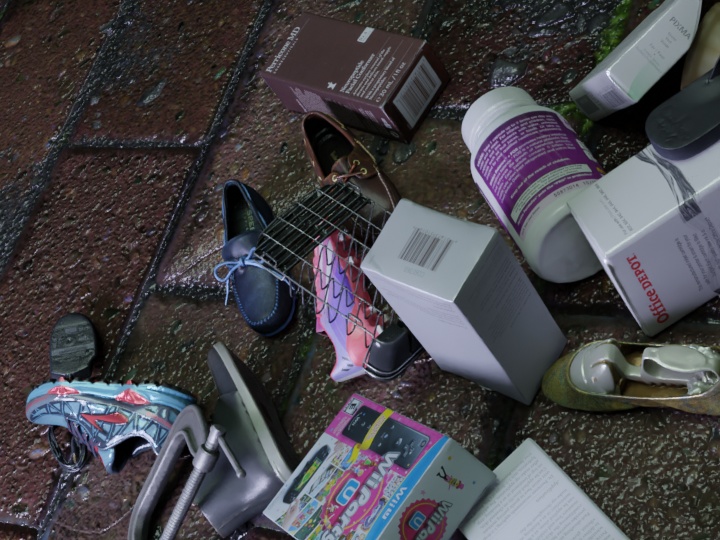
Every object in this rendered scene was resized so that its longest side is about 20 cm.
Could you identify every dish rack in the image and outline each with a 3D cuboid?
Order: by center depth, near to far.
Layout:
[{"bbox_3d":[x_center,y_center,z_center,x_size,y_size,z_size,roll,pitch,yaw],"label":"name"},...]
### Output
[{"bbox_3d":[0.000,0.000,1.379,0.200,0.055,0.153,34,55,22],"label":"dish rack"}]

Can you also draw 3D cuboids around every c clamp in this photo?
[{"bbox_3d":[-0.181,0.219,1.356,0.200,0.027,0.171,-61,30,20],"label":"c clamp"}]

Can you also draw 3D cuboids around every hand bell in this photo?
[{"bbox_3d":[0.416,-0.177,1.318,0.200,0.104,0.104,24,72,28],"label":"hand bell"}]

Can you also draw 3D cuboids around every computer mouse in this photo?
[{"bbox_3d":[-0.321,0.137,1.568,0.058,0.034,0.201,-8,58,6],"label":"computer mouse"}]

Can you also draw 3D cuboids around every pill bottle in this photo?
[{"bbox_3d":[0.175,-0.091,1.369,0.112,0.112,0.200,-33,48,6],"label":"pill bottle"}]

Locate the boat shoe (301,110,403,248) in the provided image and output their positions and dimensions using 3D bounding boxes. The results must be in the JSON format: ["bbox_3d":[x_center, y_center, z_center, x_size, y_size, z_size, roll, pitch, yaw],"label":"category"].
[{"bbox_3d":[-0.012,-0.100,1.518,0.070,0.070,0.200,-38,49,1],"label":"boat shoe"}]

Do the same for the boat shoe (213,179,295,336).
[{"bbox_3d":[-0.127,-0.015,1.526,0.084,0.069,0.200,-31,48,9],"label":"boat shoe"}]

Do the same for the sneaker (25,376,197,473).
[{"bbox_3d":[-0.273,0.165,1.474,0.199,0.079,0.096,-1,71,22],"label":"sneaker"}]

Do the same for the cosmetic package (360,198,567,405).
[{"bbox_3d":[0.098,0.032,1.271,0.113,0.200,0.081,22,72,36],"label":"cosmetic package"}]

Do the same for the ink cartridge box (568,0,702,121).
[{"bbox_3d":[0.304,-0.237,1.375,0.200,0.161,0.050,-43,92,-3],"label":"ink cartridge box"}]

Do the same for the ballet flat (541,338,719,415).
[{"bbox_3d":[0.246,0.088,1.233,0.199,0.071,0.071,2,60,32],"label":"ballet flat"}]

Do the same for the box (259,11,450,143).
[{"bbox_3d":[-0.008,-0.225,1.601,0.200,0.075,0.100,20,70,40],"label":"box"}]

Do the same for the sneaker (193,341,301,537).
[{"bbox_3d":[-0.138,0.165,1.403,0.106,0.075,0.200,-35,49,5],"label":"sneaker"}]

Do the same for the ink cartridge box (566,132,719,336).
[{"bbox_3d":[0.303,-0.053,1.243,0.200,0.146,0.084,-33,47,6],"label":"ink cartridge box"}]

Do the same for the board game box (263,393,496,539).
[{"bbox_3d":[0.013,0.200,1.246,0.148,0.064,0.200,-53,25,-10],"label":"board game box"}]

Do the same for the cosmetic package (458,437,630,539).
[{"bbox_3d":[0.175,0.245,1.160,0.101,0.071,0.200,-43,47,-1],"label":"cosmetic package"}]

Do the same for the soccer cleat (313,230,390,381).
[{"bbox_3d":[-0.024,0.025,1.443,0.076,0.067,0.200,-33,50,12],"label":"soccer cleat"}]

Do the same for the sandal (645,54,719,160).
[{"bbox_3d":[0.329,-0.169,1.182,0.200,0.043,0.076,-40,46,-1],"label":"sandal"}]
